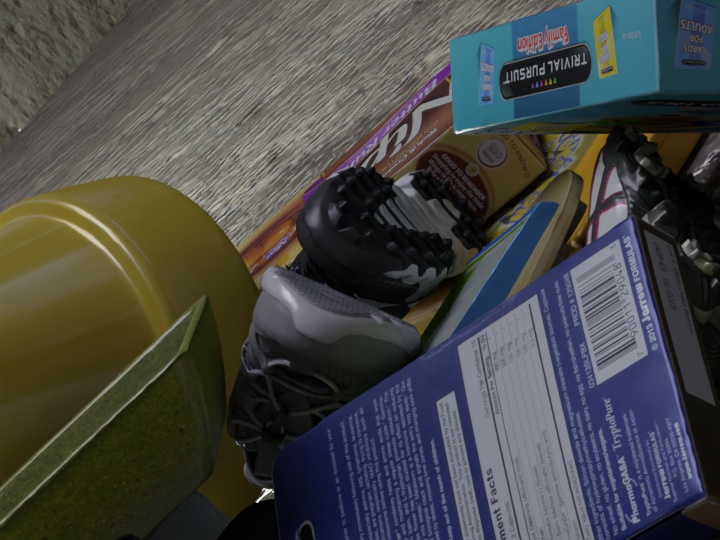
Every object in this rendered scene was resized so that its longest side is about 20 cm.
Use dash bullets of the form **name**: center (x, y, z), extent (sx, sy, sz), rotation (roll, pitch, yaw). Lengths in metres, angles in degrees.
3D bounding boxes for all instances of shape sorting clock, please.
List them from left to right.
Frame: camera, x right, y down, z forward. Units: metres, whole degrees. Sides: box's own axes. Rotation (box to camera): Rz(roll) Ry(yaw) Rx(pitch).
- **shape sorting clock**: center (0.045, 0.044, 1.018), extent (0.200, 0.039, 0.200), rotation (-55, 2, 3)

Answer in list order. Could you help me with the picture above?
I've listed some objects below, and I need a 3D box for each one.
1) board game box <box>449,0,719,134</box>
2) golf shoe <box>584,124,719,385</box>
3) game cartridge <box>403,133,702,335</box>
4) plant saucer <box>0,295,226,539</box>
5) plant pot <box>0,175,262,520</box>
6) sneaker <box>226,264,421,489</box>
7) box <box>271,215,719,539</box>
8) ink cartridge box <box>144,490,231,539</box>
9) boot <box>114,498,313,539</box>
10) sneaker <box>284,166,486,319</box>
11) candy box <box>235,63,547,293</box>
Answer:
- **board game box**: center (0.146, -0.088, 0.986), extent (0.151, 0.047, 0.200), rotation (-2, 0, -20)
- **golf shoe**: center (0.113, 0.002, 0.950), extent (0.088, 0.077, 0.200), rotation (-49, 10, 18)
- **game cartridge**: center (0.098, -0.040, 1.199), extent (0.200, 0.032, 0.176), rotation (-29, 20, 50)
- **plant saucer**: center (-0.126, 0.104, 0.978), extent (0.200, 0.048, 0.200), rotation (-43, 5, 3)
- **plant pot**: center (-0.174, 0.065, 1.175), extent (0.189, 0.201, 0.201), rotation (-16, -9, -42)
- **sneaker**: center (-0.022, 0.057, 1.040), extent (0.200, 0.075, 0.082), rotation (94, -159, -74)
- **box**: center (0.048, 0.080, 0.866), extent (0.200, 0.032, 0.121), rotation (-34, 50, 32)
- **ink cartridge box**: center (-0.139, 0.198, 1.060), extent (0.200, 0.083, 0.145), rotation (-29, 21, 47)
- **boot**: center (-0.063, 0.130, 0.905), extent (0.077, 0.138, 0.200), rotation (-4, 37, 17)
- **sneaker**: center (0.000, 0.000, 1.090), extent (0.090, 0.066, 0.200), rotation (-43, -8, 13)
- **candy box**: center (0.007, -0.028, 1.245), extent (0.200, 0.056, 0.117), rotation (-41, 14, 15)
